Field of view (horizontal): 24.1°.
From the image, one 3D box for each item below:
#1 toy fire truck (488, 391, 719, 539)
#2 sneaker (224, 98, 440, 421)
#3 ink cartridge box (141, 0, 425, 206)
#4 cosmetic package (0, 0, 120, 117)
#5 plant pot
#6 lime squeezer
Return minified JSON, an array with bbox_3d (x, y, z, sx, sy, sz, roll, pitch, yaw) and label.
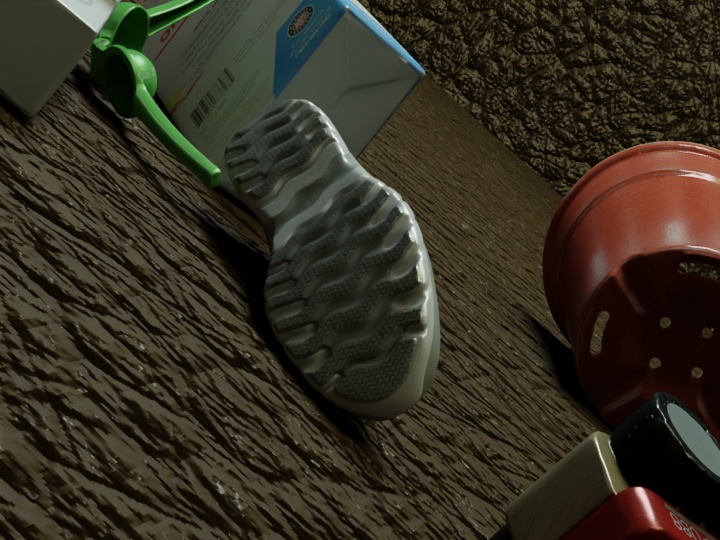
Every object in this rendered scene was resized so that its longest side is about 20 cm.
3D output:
[{"bbox_3d":[0.153,0.155,0.584,0.175,0.129,0.201,36,23,-30],"label":"toy fire truck"},{"bbox_3d":[0.000,0.000,0.751,0.082,0.074,0.201,53,10,-37],"label":"sneaker"},{"bbox_3d":[-0.055,-0.123,0.949,0.068,0.115,0.200,34,12,-35],"label":"ink cartridge box"},{"bbox_3d":[-0.201,-0.160,0.748,0.199,0.052,0.151,39,7,-13],"label":"cosmetic package"},{"bbox_3d":[0.230,0.026,1.233,0.200,0.201,0.195,40,17,-6],"label":"plant pot"},{"bbox_3d":[-0.103,-0.100,0.851,0.070,0.038,0.201,19,33,-16],"label":"lime squeezer"}]
